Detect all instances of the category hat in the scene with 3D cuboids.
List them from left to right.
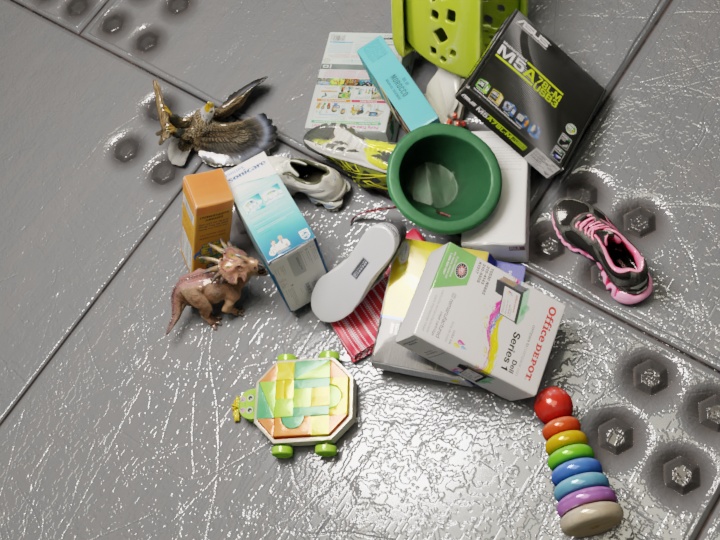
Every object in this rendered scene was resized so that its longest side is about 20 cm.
[{"bbox_3d":[0.109,-0.125,1.473,0.198,0.176,0.167,24,79,2],"label":"hat"}]

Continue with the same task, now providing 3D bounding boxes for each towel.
[{"bbox_3d":[0.039,0.035,1.468,0.199,0.023,0.145,-32,61,-1],"label":"towel"}]

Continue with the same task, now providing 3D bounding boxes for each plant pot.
[{"bbox_3d":[0.158,-0.450,1.542,0.180,0.201,0.200,17,40,28],"label":"plant pot"}]

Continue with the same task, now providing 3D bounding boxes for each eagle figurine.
[{"bbox_3d":[-0.252,-0.258,1.644,0.198,0.151,0.154,-5,104,-20],"label":"eagle figurine"}]

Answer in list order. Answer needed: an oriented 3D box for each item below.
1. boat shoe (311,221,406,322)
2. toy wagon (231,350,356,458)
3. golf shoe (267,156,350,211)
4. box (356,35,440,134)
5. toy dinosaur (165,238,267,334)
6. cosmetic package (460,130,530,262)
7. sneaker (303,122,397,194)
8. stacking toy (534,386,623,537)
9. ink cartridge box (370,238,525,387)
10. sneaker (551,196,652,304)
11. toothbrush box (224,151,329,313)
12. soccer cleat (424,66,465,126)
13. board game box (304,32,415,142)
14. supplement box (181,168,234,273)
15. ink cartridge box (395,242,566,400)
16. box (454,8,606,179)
[{"bbox_3d":[0.000,0.000,1.429,0.072,0.068,0.201,44,120,12],"label":"boat shoe"},{"bbox_3d":[-0.104,0.201,1.416,0.198,0.040,0.157,-5,64,12],"label":"toy wagon"},{"bbox_3d":[-0.115,-0.165,1.562,0.198,0.097,0.079,12,70,21],"label":"golf shoe"},{"bbox_3d":[0.067,-0.275,1.499,0.049,0.082,0.201,-31,59,3],"label":"box"},{"bbox_3d":[-0.237,0.021,1.483,0.198,0.136,0.086,-25,61,3],"label":"toy dinosaur"},{"bbox_3d":[0.213,-0.116,1.466,0.100,0.074,0.202,1,67,15],"label":"cosmetic package"},{"bbox_3d":[-0.006,-0.173,1.534,0.198,0.085,0.075,22,46,18],"label":"sneaker"},{"bbox_3d":[0.285,0.249,1.273,0.084,0.086,0.202,-16,57,7],"label":"stacking toy"},{"bbox_3d":[0.131,0.063,1.398,0.198,0.047,0.200,8,74,15],"label":"ink cartridge box"},{"bbox_3d":[0.354,-0.046,1.383,0.079,0.096,0.200,-37,60,-3],"label":"sneaker"},{"bbox_3d":[-0.130,-0.060,1.476,0.085,0.147,0.201,-29,55,-7],"label":"toothbrush box"},{"bbox_3d":[0.136,-0.266,1.565,0.077,0.069,0.202,5,64,31],"label":"soccer cleat"},{"bbox_3d":[0.001,-0.308,1.618,0.146,0.064,0.202,6,65,18],"label":"board game box"},{"bbox_3d":[-0.243,-0.070,1.488,0.066,0.201,0.069,-16,63,-21],"label":"supplement box"},{"bbox_3d":[0.170,0.074,1.325,0.199,0.084,0.146,27,72,-11],"label":"ink cartridge box"},{"bbox_3d":[0.266,-0.274,1.461,0.200,0.047,0.194,39,62,-9],"label":"box"}]
